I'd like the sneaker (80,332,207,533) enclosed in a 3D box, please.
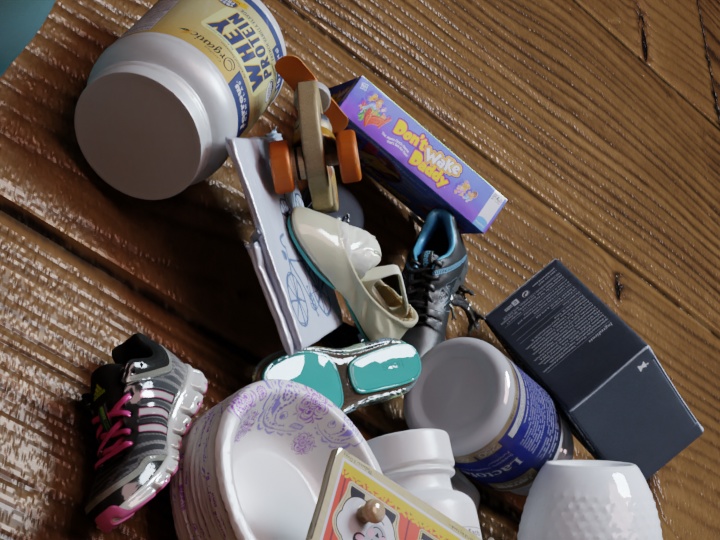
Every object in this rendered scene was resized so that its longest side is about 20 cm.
[{"bbox_3d":[-0.185,0.121,1.261,0.087,0.073,0.201,45,31,-17],"label":"sneaker"}]

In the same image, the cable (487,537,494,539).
[{"bbox_3d":[0.127,0.344,1.484,0.098,0.050,0.202,76,4,-52],"label":"cable"}]

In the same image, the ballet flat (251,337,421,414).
[{"bbox_3d":[-0.032,0.105,1.472,0.198,0.074,0.075,-2,64,-41],"label":"ballet flat"}]

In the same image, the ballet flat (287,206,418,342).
[{"bbox_3d":[0.000,0.000,1.499,0.201,0.069,0.070,55,26,-45],"label":"ballet flat"}]

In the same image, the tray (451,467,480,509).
[{"bbox_3d":[0.070,0.248,1.532,0.107,0.022,0.201,46,35,-20],"label":"tray"}]

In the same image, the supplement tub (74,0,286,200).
[{"bbox_3d":[-0.162,-0.165,1.455,0.145,0.144,0.201,48,34,-13],"label":"supplement tub"}]

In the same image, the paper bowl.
[{"bbox_3d":[-0.072,0.200,1.312,0.200,0.104,0.202,33,40,-33],"label":"paper bowl"}]

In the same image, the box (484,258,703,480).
[{"bbox_3d":[0.243,0.109,1.689,0.149,0.107,0.200,52,-2,-35],"label":"box"}]

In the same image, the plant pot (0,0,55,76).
[{"bbox_3d":[-0.321,-0.257,1.284,0.199,0.187,0.202,32,42,-34],"label":"plant pot"}]

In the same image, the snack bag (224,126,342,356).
[{"bbox_3d":[-0.071,-0.030,1.449,0.189,0.021,0.202,-28,99,-77],"label":"snack bag"}]

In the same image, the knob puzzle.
[{"bbox_3d":[0.027,0.264,1.263,0.218,0.030,0.222,21,59,-38],"label":"knob puzzle"}]

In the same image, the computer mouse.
[{"bbox_3d":[-0.015,-0.010,1.607,0.141,0.046,0.201,48,35,-15],"label":"computer mouse"}]

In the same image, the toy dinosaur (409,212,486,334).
[{"bbox_3d":[0.087,0.021,1.720,0.088,0.047,0.201,33,37,-23],"label":"toy dinosaur"}]

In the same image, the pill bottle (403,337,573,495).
[{"bbox_3d":[0.132,0.150,1.580,0.200,0.115,0.117,38,35,-54],"label":"pill bottle"}]

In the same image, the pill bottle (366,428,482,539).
[{"bbox_3d":[0.052,0.248,1.403,0.114,0.114,0.202,11,62,-48],"label":"pill bottle"}]

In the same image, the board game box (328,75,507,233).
[{"bbox_3d":[0.045,-0.116,1.675,0.199,0.134,0.045,39,80,-14],"label":"board game box"}]

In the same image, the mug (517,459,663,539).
[{"bbox_3d":[0.215,0.274,1.561,0.146,0.200,0.178,2,88,-9],"label":"mug"}]

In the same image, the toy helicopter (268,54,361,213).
[{"bbox_3d":[-0.042,-0.114,1.501,0.200,0.078,0.134,79,2,-70],"label":"toy helicopter"}]

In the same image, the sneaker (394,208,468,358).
[{"bbox_3d":[0.057,0.026,1.611,0.082,0.072,0.201,81,21,-48],"label":"sneaker"}]
